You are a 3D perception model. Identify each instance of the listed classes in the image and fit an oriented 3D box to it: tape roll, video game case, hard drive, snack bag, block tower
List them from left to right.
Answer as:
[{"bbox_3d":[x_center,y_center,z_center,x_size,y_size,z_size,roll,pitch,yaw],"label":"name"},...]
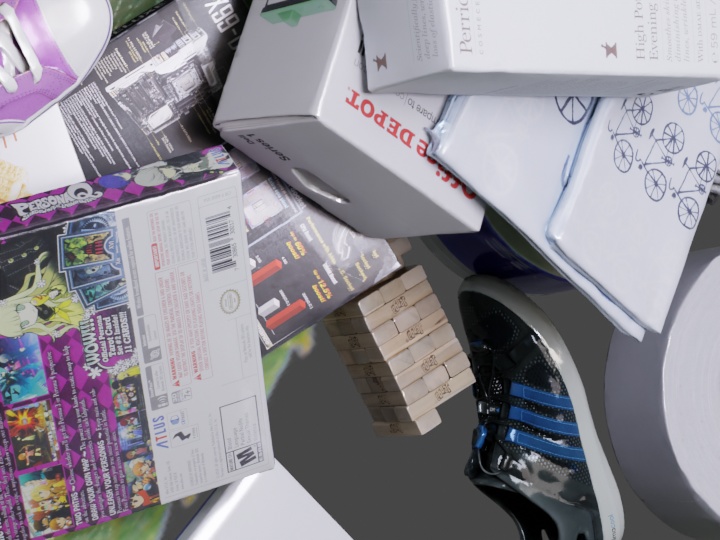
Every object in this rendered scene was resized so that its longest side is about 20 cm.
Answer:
[{"bbox_3d":[-0.142,0.046,1.158,0.180,0.036,0.201,-17,126,-15],"label":"video game case"},{"bbox_3d":[-0.077,0.222,1.263,0.132,0.025,0.200,47,64,-18],"label":"hard drive"},{"bbox_3d":[0.000,0.000,1.318,0.058,0.054,0.201,-29,100,-28],"label":"block tower"},{"bbox_3d":[0.134,-0.090,1.218,0.200,0.021,0.190,40,63,-33],"label":"snack bag"},{"bbox_3d":[0.261,0.082,1.457,0.199,0.066,0.202,4,82,-31],"label":"tape roll"}]

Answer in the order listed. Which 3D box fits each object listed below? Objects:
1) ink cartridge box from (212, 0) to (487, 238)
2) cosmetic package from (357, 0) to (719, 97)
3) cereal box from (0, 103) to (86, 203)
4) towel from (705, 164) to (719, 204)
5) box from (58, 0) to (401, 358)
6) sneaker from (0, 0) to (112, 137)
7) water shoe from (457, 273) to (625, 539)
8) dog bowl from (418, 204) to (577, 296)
[{"bbox_3d":[0.020,-0.136,1.187,0.144,0.084,0.201,32,67,-41],"label":"ink cartridge box"},{"bbox_3d":[0.097,-0.145,1.137,0.199,0.074,0.103,-4,87,-38],"label":"cosmetic package"},{"bbox_3d":[-0.221,-0.045,1.167,0.143,0.040,0.201,-21,99,-8],"label":"cereal box"},{"bbox_3d":[0.159,-0.143,1.323,0.199,0.085,0.167,18,77,-29],"label":"towel"},{"bbox_3d":[-0.094,-0.046,1.235,0.157,0.050,0.201,-33,100,-7],"label":"box"},{"bbox_3d":[-0.209,-0.089,1.087,0.200,0.114,0.073,-31,99,-8],"label":"sneaker"},{"bbox_3d":[0.100,0.101,1.356,0.079,0.071,0.201,-30,99,-27],"label":"water shoe"},{"bbox_3d":[0.119,-0.087,1.384,0.199,0.079,0.202,4,82,-30],"label":"dog bowl"}]
